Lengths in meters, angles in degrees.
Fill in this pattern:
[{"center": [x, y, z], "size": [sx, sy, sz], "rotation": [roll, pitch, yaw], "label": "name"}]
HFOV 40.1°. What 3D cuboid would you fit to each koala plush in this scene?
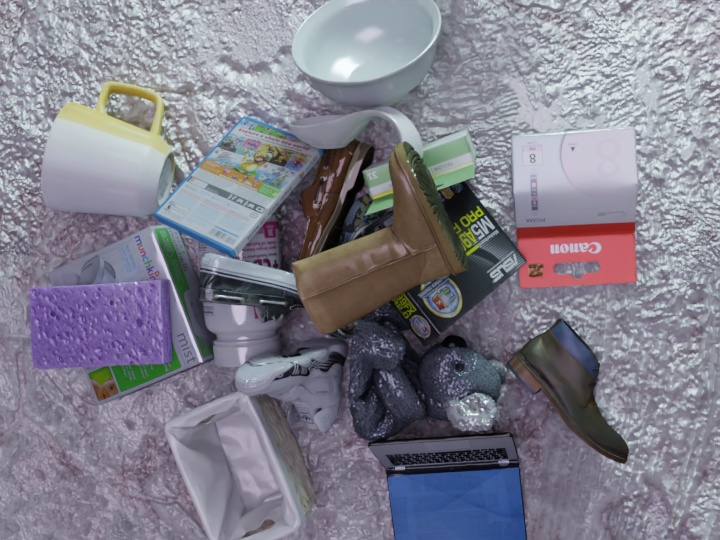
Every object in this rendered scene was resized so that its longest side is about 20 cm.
[{"center": [0.093, 0.146, 1.293], "size": [0.197, 0.177, 0.186], "rotation": [8, 107, 9], "label": "koala plush"}]

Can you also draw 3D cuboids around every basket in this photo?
[{"center": [-0.159, 0.268, 1.362], "size": [0.134, 0.123, 0.202], "rotation": [-23, 88, 11], "label": "basket"}]

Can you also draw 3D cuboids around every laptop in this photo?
[{"center": [0.120, 0.300, 1.308], "size": [0.185, 0.200, 0.117], "rotation": [-6, 65, 10], "label": "laptop"}]

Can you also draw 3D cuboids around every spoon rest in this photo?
[{"center": [-0.007, -0.184, 1.270], "size": [0.198, 0.099, 0.061], "rotation": [16, 115, 37], "label": "spoon rest"}]

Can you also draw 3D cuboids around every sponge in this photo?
[{"center": [-0.354, 0.074, 1.339], "size": [0.197, 0.030, 0.113], "rotation": [-3, 92, 14], "label": "sponge"}]

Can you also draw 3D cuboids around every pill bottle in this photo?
[{"center": [-0.161, 0.025, 1.353], "size": [0.112, 0.113, 0.203], "rotation": [-4, 93, 11], "label": "pill bottle"}]

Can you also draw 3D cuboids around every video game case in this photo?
[{"center": [-0.161, -0.117, 1.317], "size": [0.142, 0.018, 0.201], "rotation": [23, 61, 28], "label": "video game case"}]

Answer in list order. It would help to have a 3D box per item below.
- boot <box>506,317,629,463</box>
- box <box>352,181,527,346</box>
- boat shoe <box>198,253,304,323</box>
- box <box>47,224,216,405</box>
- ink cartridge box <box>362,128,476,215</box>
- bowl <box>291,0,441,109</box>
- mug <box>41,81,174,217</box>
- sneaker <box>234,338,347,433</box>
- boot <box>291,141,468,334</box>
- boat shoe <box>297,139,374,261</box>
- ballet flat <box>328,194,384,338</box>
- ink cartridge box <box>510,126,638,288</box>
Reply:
[{"center": [0.296, 0.157, 1.295], "size": [0.200, 0.075, 0.097], "rotation": [42, 102, 8], "label": "boot"}, {"center": [0.102, -0.021, 1.269], "size": [0.161, 0.199, 0.044], "rotation": [52, 142, 6], "label": "box"}, {"center": [-0.120, 0.032, 1.280], "size": [0.198, 0.072, 0.072], "rotation": [14, 89, -23], "label": "boat shoe"}, {"center": [-0.312, 0.061, 1.394], "size": [0.175, 0.097, 0.202], "rotation": [-21, 88, 13], "label": "box"}, {"center": [0.074, -0.128, 1.256], "size": [0.144, 0.200, 0.048], "rotation": [-19, 98, 11], "label": "ink cartridge box"}, {"center": [0.016, -0.277, 1.295], "size": [0.198, 0.091, 0.203], "rotation": [-9, 48, 11], "label": "bowl"}, {"center": [-0.338, -0.160, 1.365], "size": [0.151, 0.149, 0.189], "rotation": [13, 102, 2], "label": "mug"}, {"center": [-0.086, 0.164, 1.314], "size": [0.074, 0.199, 0.117], "rotation": [5, 102, 36], "label": "sneaker"}, {"center": [0.005, -0.033, 1.155], "size": [0.198, 0.066, 0.177], "rotation": [-22, 102, 18], "label": "boot"}, {"center": [-0.048, -0.089, 1.353], "size": [0.067, 0.072, 0.202], "rotation": [23, 87, 13], "label": "boat shoe"}, {"center": [0.000, 0.000, 1.341], "size": [0.073, 0.074, 0.202], "rotation": [16, 101, 9], "label": "ballet flat"}, {"center": [0.282, -0.081, 1.298], "size": [0.160, 0.057, 0.203], "rotation": [-3, 88, 10], "label": "ink cartridge box"}]
